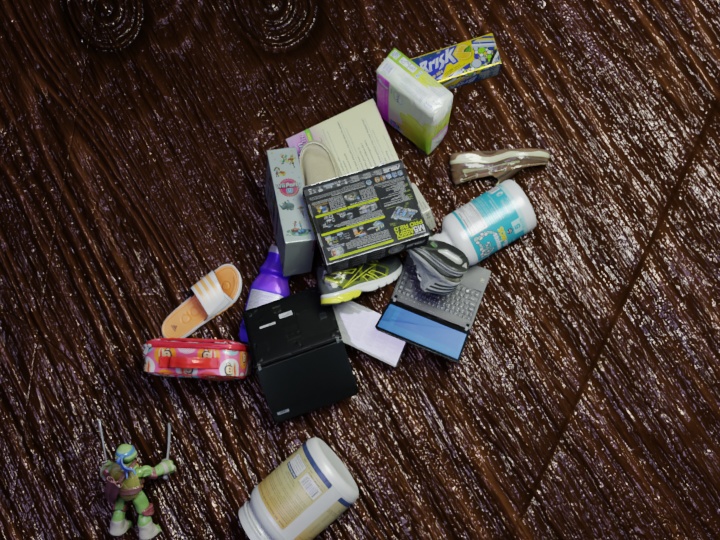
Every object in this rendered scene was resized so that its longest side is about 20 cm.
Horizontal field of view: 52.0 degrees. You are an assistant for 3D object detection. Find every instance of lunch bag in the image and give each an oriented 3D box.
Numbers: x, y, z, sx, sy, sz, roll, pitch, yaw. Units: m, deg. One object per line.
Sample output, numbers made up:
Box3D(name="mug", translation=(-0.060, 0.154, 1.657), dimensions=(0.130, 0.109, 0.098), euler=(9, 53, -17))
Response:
Box3D(name="lunch bag", translation=(-0.317, 0.174, 1.436), dimensions=(0.196, 0.176, 0.084), euler=(2, 84, 5))

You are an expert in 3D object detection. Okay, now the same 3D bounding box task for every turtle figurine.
Box3D(name="turtle figurine", translation=(-0.440, 0.412, 1.463), dimensions=(0.141, 0.200, 0.198), euler=(-3, 104, -22))

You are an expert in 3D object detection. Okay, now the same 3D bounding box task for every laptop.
Box3D(name="laptop", translation=(0.144, 0.056, 1.441), dimensions=(0.174, 0.103, 0.203), euler=(21, 83, 9))
Box3D(name="laptop", translation=(-0.117, 0.159, 1.437), dimensions=(0.174, 0.104, 0.202), euler=(-18, 57, -3))

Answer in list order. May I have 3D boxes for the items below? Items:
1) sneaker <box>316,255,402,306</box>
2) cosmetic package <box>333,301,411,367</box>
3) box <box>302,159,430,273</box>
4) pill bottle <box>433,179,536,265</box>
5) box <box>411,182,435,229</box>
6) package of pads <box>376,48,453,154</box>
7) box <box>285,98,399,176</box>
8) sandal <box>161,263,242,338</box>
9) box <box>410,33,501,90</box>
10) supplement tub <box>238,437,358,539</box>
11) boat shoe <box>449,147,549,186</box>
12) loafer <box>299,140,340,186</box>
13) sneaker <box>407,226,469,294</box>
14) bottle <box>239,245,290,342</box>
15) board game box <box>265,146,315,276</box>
Box3D(name="sneaker", translation=(0.000, 0.000, 1.422), dimensions=(0.198, 0.074, 0.086), euler=(-25, 101, -36))
Box3D(name="cosmetic package", translation=(-0.001, 0.113, 1.473), dimensions=(0.197, 0.051, 0.084), euler=(25, 86, 10))
Box3D(name="box", translation=(0.008, -0.100, 1.343), dimensions=(0.196, 0.044, 0.163), euler=(-17, 70, -9))
Box3D(name="pill bottle", translation=(0.236, -0.083, 1.450), dimensions=(0.198, 0.111, 0.112), euler=(-30, 79, 1))
Box3D(name="box", translation=(0.046, -0.084, 1.484), dimensions=(0.198, 0.069, 0.083), euler=(-31, 58, 0))
Box3D(name="package of pads", translation=(0.105, -0.325, 1.458), dimensions=(0.154, 0.200, 0.068), euler=(40, 82, 11))
Box3D(name="box", translation=(-0.026, -0.217, 1.509), dimensions=(0.197, 0.097, 0.179), euler=(-24, 79, 1))
Box3D(name="sandal", translation=(-0.329, 0.071, 1.513), dimensions=(0.206, 0.059, 0.079), euler=(-43, 79, -2))
Box3D(name="box", translation=(0.188, -0.420, 1.535), dimensions=(0.196, 0.064, 0.071), euler=(-16, 79, 3))
Box3D(name="supplement tub", translation=(-0.117, 0.431, 1.387), dimensions=(0.199, 0.144, 0.145), euler=(-40, 79, -2))
Box3D(name="boat shoe", translation=(0.281, -0.204, 1.492), dimensions=(0.198, 0.075, 0.077), euler=(-2, 94, 12))
Box3D(name="loafer", translation=(-0.072, -0.161, 1.420), dimensions=(0.074, 0.068, 0.204), euler=(-16, 79, 3))
Box3D(name="sneaker", translation=(0.106, -0.024, 1.411), dimensions=(0.200, 0.116, 0.075), euler=(39, 48, 18))
Box3D(name="bottle", translation=(-0.186, 0.053, 1.497), dimensions=(0.082, 0.065, 0.204), euler=(12, 82, 5))
Box3D(name="board game box", translation=(-0.139, -0.113, 1.440), dimensions=(0.063, 0.148, 0.203), euler=(-10, 68, -13))
